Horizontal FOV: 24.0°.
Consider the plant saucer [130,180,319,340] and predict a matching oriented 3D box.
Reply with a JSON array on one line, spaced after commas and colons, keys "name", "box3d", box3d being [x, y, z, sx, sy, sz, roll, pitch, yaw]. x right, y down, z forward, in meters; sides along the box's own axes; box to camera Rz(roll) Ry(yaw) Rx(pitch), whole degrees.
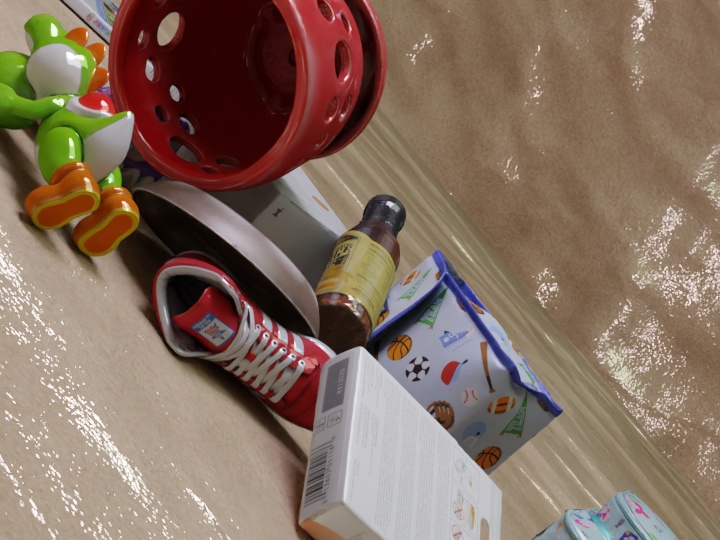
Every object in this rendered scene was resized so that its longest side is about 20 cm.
[{"name": "plant saucer", "box3d": [-0.106, -0.011, 1.409, 0.199, 0.032, 0.200, 36, -15, 11]}]

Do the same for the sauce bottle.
[{"name": "sauce bottle", "box3d": [0.000, 0.000, 1.531, 0.066, 0.066, 0.201, 44, 32, -14]}]

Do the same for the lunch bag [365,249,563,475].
[{"name": "lunch bag", "box3d": [0.052, 0.093, 1.516, 0.124, 0.170, 0.201, 44, 10, -45]}]

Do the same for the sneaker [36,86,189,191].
[{"name": "sneaker", "box3d": [-0.217, -0.135, 1.483, 0.081, 0.088, 0.200, 53, 12, 27]}]

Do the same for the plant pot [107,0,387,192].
[{"name": "plant pot", "box3d": [-0.089, -0.179, 1.445, 0.201, 0.201, 0.182, 48, 27, 9]}]

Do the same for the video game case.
[{"name": "video game case", "box3d": [-0.306, -0.304, 1.993, 0.200, 0.018, 0.143, 43, 10, -26]}]

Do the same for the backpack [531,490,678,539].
[{"name": "backpack", "box3d": [0.240, 0.302, 1.600, 0.178, 0.150, 0.200, 52, 15, 20]}]

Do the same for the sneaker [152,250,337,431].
[{"name": "sneaker", "box3d": [-0.084, 0.062, 1.322, 0.200, 0.071, 0.112, 40, 5, 3]}]

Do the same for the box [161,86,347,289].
[{"name": "box", "box3d": [-0.116, -0.070, 1.612, 0.152, 0.106, 0.201, 36, 14, -52]}]

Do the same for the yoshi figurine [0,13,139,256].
[{"name": "yoshi figurine", "box3d": [-0.244, -0.105, 1.307, 0.111, 0.113, 0.202, -4, 54, -24]}]

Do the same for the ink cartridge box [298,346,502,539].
[{"name": "ink cartridge box", "box3d": [0.036, 0.180, 1.304, 0.200, 0.050, 0.163, 49, 31, -31]}]

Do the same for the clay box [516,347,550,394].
[{"name": "clay box", "box3d": [0.176, 0.108, 2.380, 0.200, 0.048, 0.115, 42, 10, -35]}]
